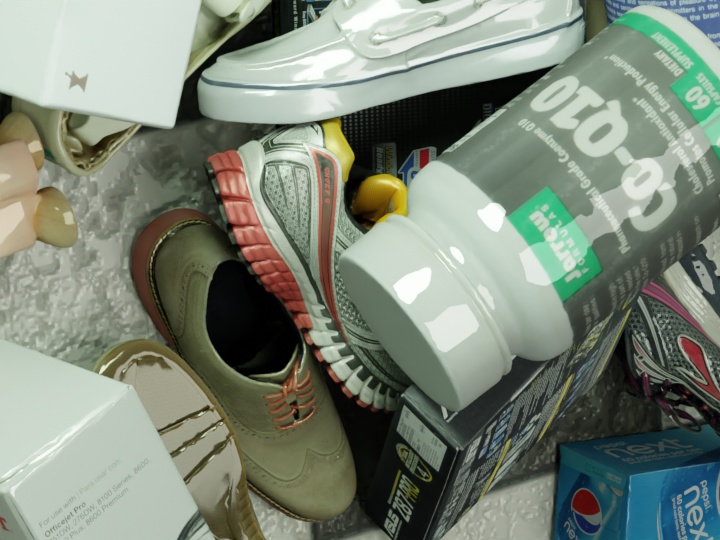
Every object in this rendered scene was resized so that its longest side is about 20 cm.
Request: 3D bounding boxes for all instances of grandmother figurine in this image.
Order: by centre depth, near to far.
[{"bbox_3d":[-0.236,-0.017,1.364,0.199,0.061,0.122,-25,80,-34],"label":"grandmother figurine"}]

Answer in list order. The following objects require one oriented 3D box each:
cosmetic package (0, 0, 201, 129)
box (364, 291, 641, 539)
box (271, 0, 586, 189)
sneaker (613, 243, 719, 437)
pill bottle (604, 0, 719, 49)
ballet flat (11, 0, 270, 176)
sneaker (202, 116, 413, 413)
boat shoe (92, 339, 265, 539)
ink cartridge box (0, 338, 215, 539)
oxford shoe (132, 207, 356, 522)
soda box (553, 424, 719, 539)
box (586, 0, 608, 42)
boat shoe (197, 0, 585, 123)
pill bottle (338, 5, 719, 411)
[{"bbox_3d":[-0.152,-0.133,1.313,0.071,0.200,0.102,10,97,-37],"label":"cosmetic package"},{"bbox_3d":[0.079,0.060,1.547,0.161,0.049,0.200,-42,167,-18],"label":"box"},{"bbox_3d":[0.035,-0.118,1.499,0.159,0.044,0.201,-3,111,-7],"label":"box"},{"bbox_3d":[0.188,0.058,1.659,0.075,0.081,0.200,-35,86,-18],"label":"sneaker"},{"bbox_3d":[0.174,-0.175,1.494,0.111,0.111,0.201,-25,116,-28],"label":"pill bottle"},{"bbox_3d":[-0.086,-0.123,1.413,0.200,0.070,0.069,-46,125,4],"label":"ballet flat"},{"bbox_3d":[0.000,0.000,1.471,0.082,0.078,0.200,-28,137,8],"label":"sneaker"},{"bbox_3d":[-0.089,0.123,1.502,0.072,0.065,0.201,-33,111,-14],"label":"boat shoe"},{"bbox_3d":[-0.131,0.141,1.376,0.084,0.144,0.201,-39,120,-25],"label":"ink cartridge box"},{"bbox_3d":[-0.051,0.062,1.510,0.070,0.075,0.200,-40,121,-13],"label":"oxford shoe"},{"bbox_3d":[0.212,0.131,1.725,0.199,0.068,0.065,-6,105,-35],"label":"soda box"},{"bbox_3d":[0.112,-0.208,1.560,0.095,0.078,0.201,-32,118,-25],"label":"box"},{"bbox_3d":[0.012,-0.122,1.439,0.199,0.074,0.066,-14,111,-15],"label":"boat shoe"},{"bbox_3d":[0.094,-0.029,1.411,0.200,0.113,0.113,-38,121,-12],"label":"pill bottle"}]
